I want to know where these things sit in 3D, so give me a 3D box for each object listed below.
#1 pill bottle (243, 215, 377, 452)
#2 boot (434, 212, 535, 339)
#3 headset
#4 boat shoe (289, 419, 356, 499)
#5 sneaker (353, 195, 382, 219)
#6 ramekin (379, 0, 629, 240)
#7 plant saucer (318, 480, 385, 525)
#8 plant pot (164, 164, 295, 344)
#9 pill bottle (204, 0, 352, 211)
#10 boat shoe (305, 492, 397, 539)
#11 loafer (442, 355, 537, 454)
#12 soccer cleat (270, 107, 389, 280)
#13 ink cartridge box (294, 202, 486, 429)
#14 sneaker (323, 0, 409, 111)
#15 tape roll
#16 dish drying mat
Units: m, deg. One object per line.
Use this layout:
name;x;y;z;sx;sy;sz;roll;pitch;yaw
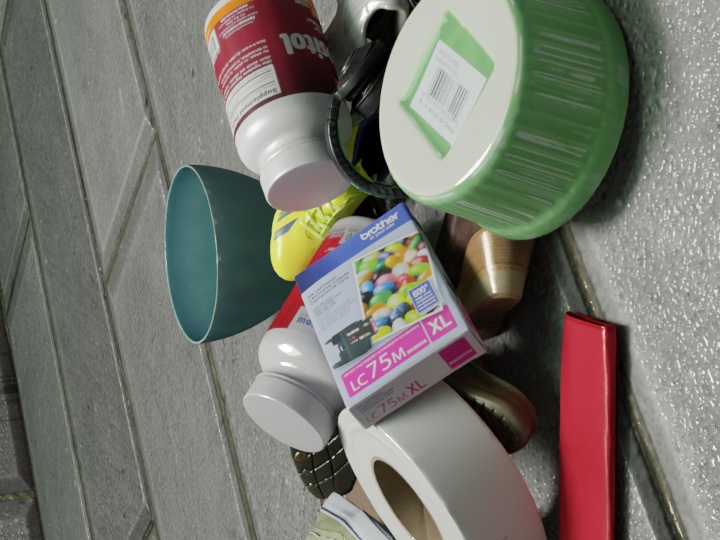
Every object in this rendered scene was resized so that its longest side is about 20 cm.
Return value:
pill bottle;-0.022;0.059;1.331;0.201;0.112;0.112;-59;9;-27
boot;0.096;-0.033;1.271;0.200;0.071;0.169;141;133;-63
headset;0.036;-0.165;1.313;0.094;0.122;0.203;-158;81;-79
boat shoe;-0.038;0.130;1.504;0.074;0.075;0.203;-55;-43;-77
sneaker;0.000;0.000;1.455;0.084;0.076;0.202;124;136;-60
ramekin;0.100;-0.131;1.115;0.199;0.097;0.203;-21;64;52
plant saucer;0.007;0.240;1.529;0.200;0.034;0.203;177;90;-66
plant pot;-0.134;-0.022;1.681;0.200;0.133;0.203;176;90;-66
pill bottle;-0.072;-0.162;1.377;0.113;0.112;0.202;122;136;-53
boat shoe;0.002;0.267;1.405;0.062;0.072;0.200;-56;15;-8
loafer;0.092;0.100;1.255;0.199;0.067;0.077;18;141;59
soccer cleat;-0.022;-0.078;1.411;0.201;0.064;0.084;-58;28;-1
ink cartridge box;0.016;0.025;1.223;0.042;0.119;0.201;50;-170;-40
sneaker;-0.003;-0.207;1.428;0.201;0.074;0.100;109;148;-42
tape roll;0.067;0.183;1.236;0.203;0.070;0.203;48;159;25
dish drying mat;0.179;0.137;1.143;0.077;0.018;0.203;-164;70;-66
